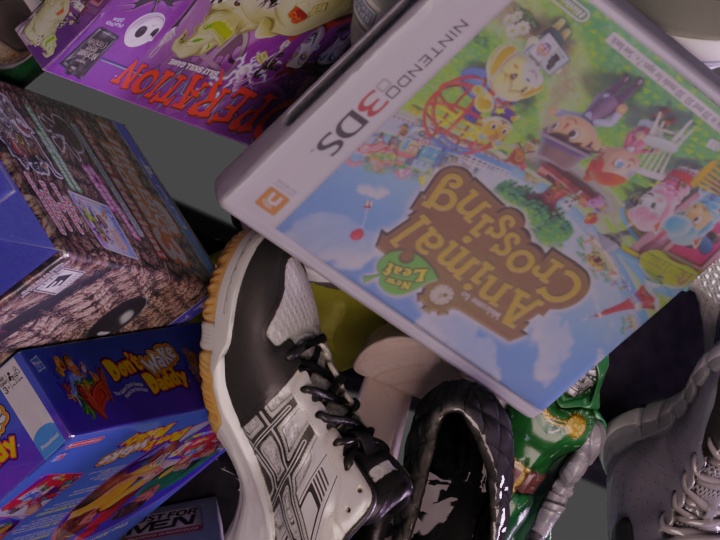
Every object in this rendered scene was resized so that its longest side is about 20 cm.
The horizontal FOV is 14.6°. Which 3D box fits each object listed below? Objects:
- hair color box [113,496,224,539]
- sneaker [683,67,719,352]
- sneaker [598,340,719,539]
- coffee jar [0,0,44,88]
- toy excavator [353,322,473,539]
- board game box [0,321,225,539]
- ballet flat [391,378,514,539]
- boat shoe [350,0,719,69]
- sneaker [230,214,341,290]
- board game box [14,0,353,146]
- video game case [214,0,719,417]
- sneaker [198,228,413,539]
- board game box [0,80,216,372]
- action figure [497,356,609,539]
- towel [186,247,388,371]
[{"bbox_3d":[-0.081,0.207,1.347,0.060,0.200,0.100,-11,120,-3],"label":"hair color box"},{"bbox_3d":[0.150,-0.045,1.329,0.086,0.078,0.201,-8,110,2],"label":"sneaker"},{"bbox_3d":[0.174,0.108,1.333,0.075,0.116,0.200,14,155,-16],"label":"sneaker"},{"bbox_3d":[-0.148,-0.136,1.214,0.199,0.085,0.104,-35,118,9],"label":"coffee jar"},{"bbox_3d":[0.023,0.152,1.347,0.194,0.100,0.200,-43,95,14],"label":"toy excavator"},{"bbox_3d":[-0.131,0.084,1.273,0.134,0.200,0.045,-40,76,23],"label":"board game box"},{"bbox_3d":[0.035,0.149,1.277,0.066,0.057,0.202,2,93,16],"label":"ballet flat"},{"bbox_3d":[0.091,-0.107,1.243,0.199,0.070,0.072,-1,144,-12],"label":"boat shoe"},{"bbox_3d":[0.043,-0.017,1.288,0.199,0.076,0.077,13,148,-15],"label":"sneaker"},{"bbox_3d":[-0.050,-0.115,1.208,0.120,0.032,0.200,-40,157,17],"label":"board game box"},{"bbox_3d":[0.069,-0.041,1.225,0.200,0.022,0.182,34,116,-29],"label":"video game case"},{"bbox_3d":[-0.016,0.078,1.259,0.087,0.076,0.202,-1,103,29],"label":"sneaker"},{"bbox_3d":[-0.174,0.008,1.217,0.159,0.200,0.097,-36,77,11],"label":"board game box"},{"bbox_3d":[0.062,0.115,1.404,0.118,0.055,0.201,31,105,-8],"label":"action figure"},{"bbox_3d":[0.000,0.000,1.355,0.199,0.018,0.086,-24,115,5],"label":"towel"}]
